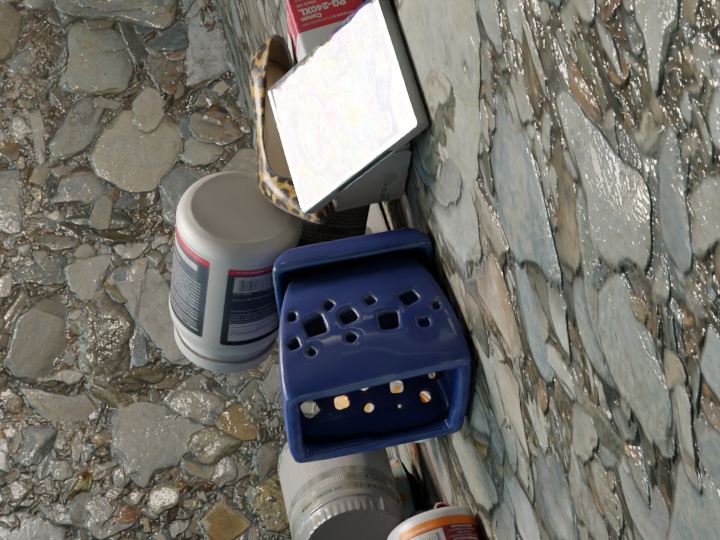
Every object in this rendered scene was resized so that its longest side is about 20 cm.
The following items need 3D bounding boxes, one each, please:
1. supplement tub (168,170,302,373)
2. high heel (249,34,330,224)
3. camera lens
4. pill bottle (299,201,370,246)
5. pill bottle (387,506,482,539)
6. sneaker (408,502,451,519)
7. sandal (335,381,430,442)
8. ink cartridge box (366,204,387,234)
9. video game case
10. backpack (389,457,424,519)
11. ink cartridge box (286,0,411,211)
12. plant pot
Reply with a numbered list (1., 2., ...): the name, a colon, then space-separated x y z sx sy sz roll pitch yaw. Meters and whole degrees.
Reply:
1. supplement tub: -0.143 0.003 1.593 0.202 0.138 0.141 103 155 -44
2. high heel: -0.075 -0.152 1.513 0.201 0.070 0.144 -122 31 -45
3. camera lens: -0.027 0.316 1.968 0.201 0.158 0.162 -109 7 -54
4. pill bottle: -0.046 -0.062 1.671 0.111 0.109 0.203 -126 44 -71
5. pill bottle: 0.108 0.386 1.635 0.113 0.111 0.202 87 166 -61
6. sneaker: 0.104 0.333 1.836 0.200 0.069 0.083 -129 47 -77
7. sandal: 0.005 0.170 1.771 0.205 0.059 0.080 15 113 32
8. ink cartridge box: 0.000 0.000 1.805 0.146 0.083 0.202 86 167 -63
9. video game case: -0.017 -0.163 1.413 0.199 0.018 0.145 -34 67 46
10. backpack: 0.033 0.393 2.137 0.177 0.151 0.202 -107 13 -57
11. ink cartridge box: -0.015 -0.184 1.534 0.145 0.082 0.203 96 158 -71
12. plant pot: 0.003 0.075 1.511 0.201 0.197 0.182 87 171 -64
